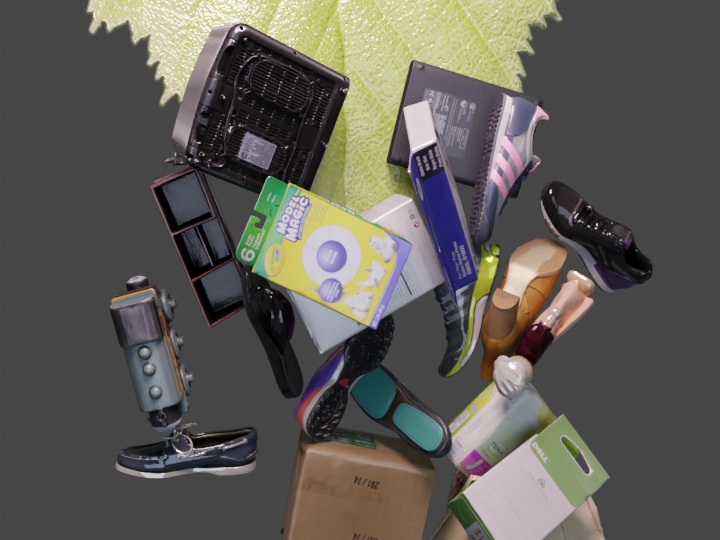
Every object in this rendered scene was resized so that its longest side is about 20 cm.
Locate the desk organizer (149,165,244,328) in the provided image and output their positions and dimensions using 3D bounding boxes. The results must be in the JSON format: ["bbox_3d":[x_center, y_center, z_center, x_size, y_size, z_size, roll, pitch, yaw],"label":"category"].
[{"bbox_3d":[-0.208,-0.034,1.007,0.070,0.077,0.205,-21,102,-4],"label":"desk organizer"}]

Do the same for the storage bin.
[{"bbox_3d":[0.219,0.398,1.087,0.193,0.095,0.203,10,135,-10],"label":"storage bin"}]

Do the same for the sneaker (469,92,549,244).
[{"bbox_3d":[0.202,-0.129,1.024,0.080,0.070,0.206,11,100,-7],"label":"sneaker"}]

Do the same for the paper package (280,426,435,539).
[{"bbox_3d":[-0.005,0.336,1.089,0.194,0.103,0.196,11,96,-10],"label":"paper package"}]

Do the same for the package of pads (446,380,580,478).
[{"bbox_3d":[0.220,0.252,1.094,0.154,0.068,0.200,-44,127,1],"label":"package of pads"}]

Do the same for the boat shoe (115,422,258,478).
[{"bbox_3d":[-0.239,0.249,1.052,0.194,0.075,0.064,2,101,-10],"label":"boat shoe"}]

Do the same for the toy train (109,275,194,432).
[{"bbox_3d":[-0.277,0.112,1.003,0.083,0.114,0.206,-12,101,-6],"label":"toy train"}]

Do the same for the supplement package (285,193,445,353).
[{"bbox_3d":[0.000,0.000,1.022,0.197,0.121,0.122,-29,101,-2],"label":"supplement package"}]

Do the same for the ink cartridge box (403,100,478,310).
[{"bbox_3d":[0.103,-0.087,0.956,0.040,0.202,0.203,-16,120,11],"label":"ink cartridge box"}]

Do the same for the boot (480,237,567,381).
[{"bbox_3d":[0.228,0.056,1.093,0.070,0.201,0.147,26,137,26],"label":"boot"}]

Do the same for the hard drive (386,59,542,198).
[{"bbox_3d":[0.146,-0.195,1.057,0.194,0.033,0.144,14,97,-10],"label":"hard drive"}]

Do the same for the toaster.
[{"bbox_3d":[-0.136,-0.195,0.953,0.196,0.118,0.185,19,96,-30],"label":"toaster"}]

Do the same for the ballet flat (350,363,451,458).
[{"bbox_3d":[0.055,0.195,1.064,0.072,0.199,0.075,-29,137,-31],"label":"ballet flat"}]

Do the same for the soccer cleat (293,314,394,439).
[{"bbox_3d":[-0.026,0.135,1.059,0.068,0.073,0.203,38,81,-33],"label":"soccer cleat"}]

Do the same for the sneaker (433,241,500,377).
[{"bbox_3d":[0.138,0.052,1.087,0.079,0.074,0.206,15,94,3],"label":"sneaker"}]

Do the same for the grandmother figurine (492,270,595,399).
[{"bbox_3d":[0.244,0.088,1.014,0.060,0.123,0.200,32,63,23],"label":"grandmother figurine"}]

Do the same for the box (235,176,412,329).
[{"bbox_3d":[-0.046,-0.023,0.928,0.196,0.048,0.120,24,94,-8],"label":"box"}]

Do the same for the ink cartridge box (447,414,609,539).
[{"bbox_3d":[0.222,0.289,0.991,0.197,0.060,0.105,-28,71,-29],"label":"ink cartridge box"}]

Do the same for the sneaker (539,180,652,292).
[{"bbox_3d":[0.341,-0.058,1.073,0.200,0.087,0.076,44,63,-16],"label":"sneaker"}]

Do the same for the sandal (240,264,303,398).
[{"bbox_3d":[-0.110,0.079,1.043,0.047,0.076,0.205,-14,111,16],"label":"sandal"}]
